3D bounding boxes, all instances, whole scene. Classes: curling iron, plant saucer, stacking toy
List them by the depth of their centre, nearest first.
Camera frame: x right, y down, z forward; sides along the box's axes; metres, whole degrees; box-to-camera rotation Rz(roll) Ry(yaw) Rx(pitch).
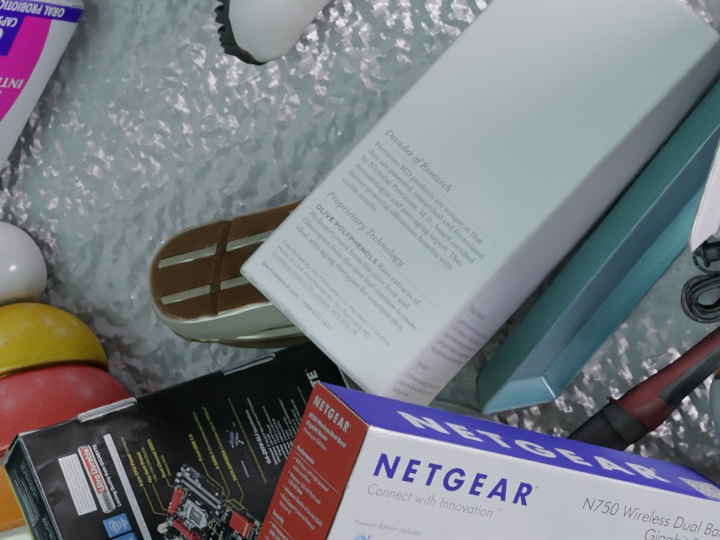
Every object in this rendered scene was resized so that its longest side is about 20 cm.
[{"bbox_3d":[0.123,-0.014,0.777,0.019,0.070,0.200,50,117,23],"label":"plant saucer"},{"bbox_3d":[0.119,0.056,0.803,0.050,0.026,0.200,42,108,-2],"label":"curling iron"},{"bbox_3d":[-0.170,0.068,0.926,0.146,0.146,0.200,-24,70,28],"label":"stacking toy"}]

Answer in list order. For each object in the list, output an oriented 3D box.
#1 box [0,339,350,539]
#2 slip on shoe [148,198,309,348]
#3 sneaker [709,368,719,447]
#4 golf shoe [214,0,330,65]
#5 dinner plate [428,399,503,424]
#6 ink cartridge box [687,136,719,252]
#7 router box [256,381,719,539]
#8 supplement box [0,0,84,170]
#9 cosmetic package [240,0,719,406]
[{"bbox_3d":[-0.049,0.144,0.793,0.200,0.160,0.049,64,152,14],"label":"box"},{"bbox_3d":[0.000,0.000,0.848,0.200,0.061,0.076,-14,63,12],"label":"slip on shoe"},{"bbox_3d":[0.178,0.141,0.780,0.092,0.076,0.200,-18,91,32],"label":"sneaker"},{"bbox_3d":[0.008,-0.163,0.798,0.094,0.078,0.200,40,116,13],"label":"golf shoe"},{"bbox_3d":[0.019,0.161,0.856,0.200,0.024,0.200,-3,82,20],"label":"dinner plate"},{"bbox_3d":[0.192,-0.063,0.657,0.068,0.200,0.115,22,110,21],"label":"ink cartridge box"},{"bbox_3d":[0.043,0.153,0.719,0.049,0.200,0.180,35,108,58],"label":"router box"},{"bbox_3d":[-0.245,-0.086,0.912,0.103,0.101,0.200,47,118,28],"label":"supplement box"},{"bbox_3d":[0.057,-0.039,0.746,0.085,0.108,0.200,43,91,14],"label":"cosmetic package"}]
